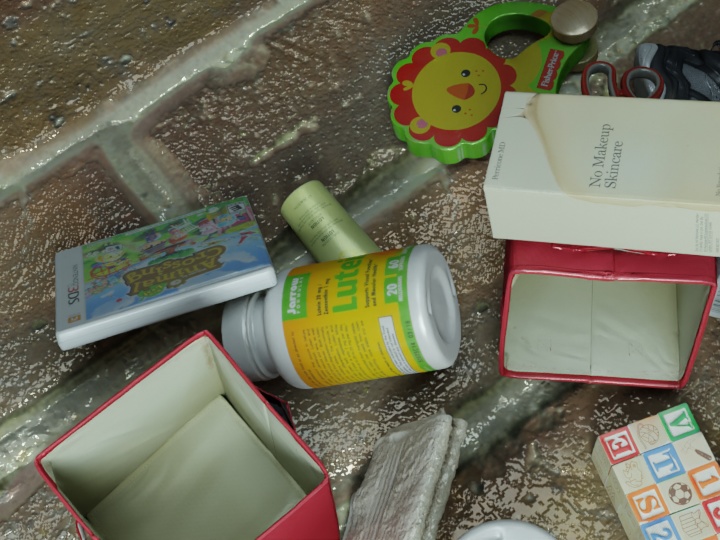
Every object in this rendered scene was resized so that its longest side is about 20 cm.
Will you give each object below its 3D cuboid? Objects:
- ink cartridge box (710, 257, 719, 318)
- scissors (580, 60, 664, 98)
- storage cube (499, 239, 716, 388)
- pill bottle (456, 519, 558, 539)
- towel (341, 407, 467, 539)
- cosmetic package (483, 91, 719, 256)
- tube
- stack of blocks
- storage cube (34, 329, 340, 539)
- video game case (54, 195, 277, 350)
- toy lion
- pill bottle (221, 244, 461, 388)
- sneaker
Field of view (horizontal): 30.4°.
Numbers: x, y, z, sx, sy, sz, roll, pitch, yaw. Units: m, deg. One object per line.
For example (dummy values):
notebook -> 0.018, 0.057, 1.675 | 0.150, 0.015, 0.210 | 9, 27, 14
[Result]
ink cartridge box -> 0.359, -0.083, 1.205 | 0.040, 0.200, 0.201 | 11, 65, 10
scissors -> 0.229, -0.105, 1.112 | 0.073, 0.014, 0.201 | 0, 52, -1
storage cube -> 0.214, -0.019, 1.180 | 0.170, 0.200, 0.180 | 3, 57, 5
pill bottle -> 0.102, 0.272, 1.038 | 0.111, 0.200, 0.112 | 2, 65, -4
towel -> 0.026, 0.217, 1.115 | 0.034, 0.132, 0.201 | 26, 63, -18
cosmetic package -> 0.206, -0.077, 1.046 | 0.199, 0.073, 0.104 | 5, 58, 16
tube -> 0.000, 0.000, 1.268 | 0.052, 0.058, 0.200 | -22, 65, -39
stack of blocks -> 0.293, 0.220, 1.137 | 0.115, 0.059, 0.201 | -19, 64, -7
storage cube -> -0.134, 0.193, 1.106 | 0.200, 0.180, 0.171 | -37, 67, -16
video game case -> -0.187, -0.003, 1.236 | 0.199, 0.022, 0.182 | -17, 27, -5
toy lion -> 0.129, -0.195, 1.357 | 0.191, 0.069, 0.201 | 15, 65, 18
pill bottle -> -0.019, 0.047, 1.192 | 0.199, 0.111, 0.112 | -10, 62, 20
sneaker -> 0.345, -0.149, 1.308 | 0.113, 0.076, 0.201 | -11, 61, 1
